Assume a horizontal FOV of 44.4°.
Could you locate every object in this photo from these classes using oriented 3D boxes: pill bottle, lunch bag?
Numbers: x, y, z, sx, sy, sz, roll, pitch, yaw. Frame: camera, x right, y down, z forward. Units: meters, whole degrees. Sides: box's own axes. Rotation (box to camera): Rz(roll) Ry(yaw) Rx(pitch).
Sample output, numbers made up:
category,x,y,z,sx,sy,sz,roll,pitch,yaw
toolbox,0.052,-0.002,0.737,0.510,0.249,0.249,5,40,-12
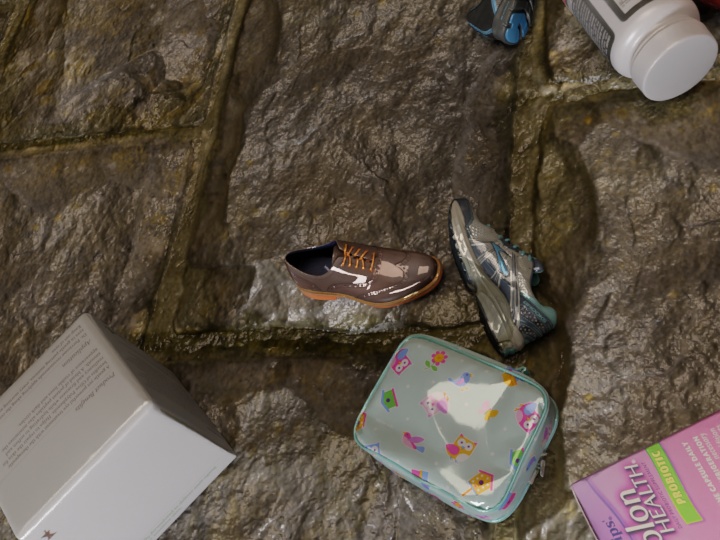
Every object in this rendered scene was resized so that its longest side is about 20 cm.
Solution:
category,x,y,z,sx,sy,sz,roll,pitch,yaw
pill bottle,0.333,-0.306,1.062,0.113,0.114,0.201,-29,57,8
lunch bag,0.107,0.162,0.943,0.199,0.077,0.161,22,74,31

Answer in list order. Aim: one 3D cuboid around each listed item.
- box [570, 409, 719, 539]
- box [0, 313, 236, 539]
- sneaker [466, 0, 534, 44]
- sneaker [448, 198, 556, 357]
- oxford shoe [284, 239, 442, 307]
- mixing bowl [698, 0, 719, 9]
category,x,y,z,sx,sy,sz,roll,pitch,yaw
box,0.306,0.205,0.773,0.199,0.176,0.097,-30,57,7
box,-0.296,0.203,1.026,0.199,0.200,0.171,-45,54,-4
sneaker,0.210,-0.405,1.178,0.082,0.073,0.201,27,88,37
sneaker,0.161,-0.001,1.017,0.086,0.078,0.201,-20,65,-1
oxford shoe,0.000,0.000,1.075,0.198,0.073,0.072,-4,63,22
mixing bowl,0.439,-0.376,1.032,0.198,0.109,0.201,8,48,-9
